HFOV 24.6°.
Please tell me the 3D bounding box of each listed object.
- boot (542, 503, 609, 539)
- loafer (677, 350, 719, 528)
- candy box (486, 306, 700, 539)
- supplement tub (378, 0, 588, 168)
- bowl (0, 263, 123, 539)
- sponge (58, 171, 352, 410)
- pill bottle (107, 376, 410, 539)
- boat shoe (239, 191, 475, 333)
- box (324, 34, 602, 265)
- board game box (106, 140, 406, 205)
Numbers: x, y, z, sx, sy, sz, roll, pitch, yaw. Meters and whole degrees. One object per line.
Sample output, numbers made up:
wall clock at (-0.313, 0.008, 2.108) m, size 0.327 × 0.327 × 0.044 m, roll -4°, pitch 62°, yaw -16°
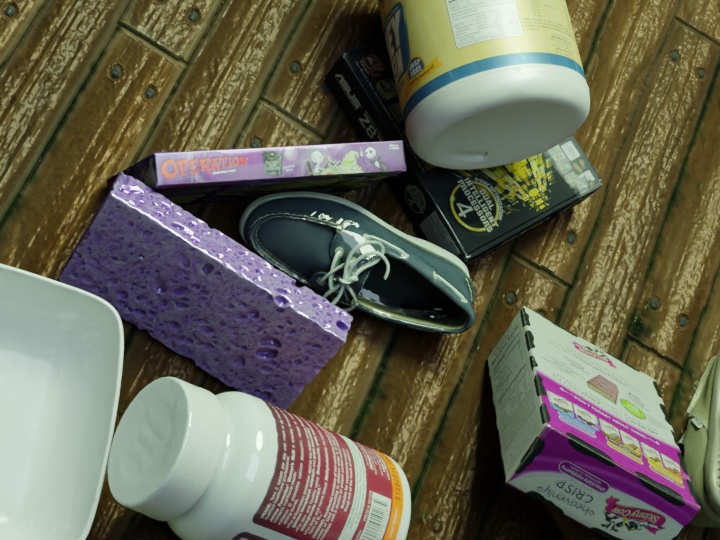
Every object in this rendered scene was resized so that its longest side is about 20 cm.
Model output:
boot at (0.155, 0.197, 1.229) m, size 0.186 × 0.064 × 0.200 m, roll 25°, pitch 27°, yaw -35°
loafer at (0.303, 0.134, 1.380) m, size 0.076 × 0.068 × 0.200 m, roll 38°, pitch 44°, yaw -12°
candy box at (0.173, 0.121, 1.263) m, size 0.136 × 0.061 × 0.200 m, roll 29°, pitch 21°, yaw -11°
supplement tub at (0.090, -0.197, 1.301) m, size 0.144 × 0.145 × 0.201 m, roll -2°, pitch 68°, yaw -25°
bowl at (-0.273, 0.098, 1.124) m, size 0.199 × 0.075 × 0.201 m, roll 16°, pitch 65°, yaw -20°
sponge at (-0.114, 0.020, 1.203) m, size 0.199 × 0.112 × 0.030 m, roll 32°, pitch 44°, yaw -10°
pill bottle at (-0.069, 0.150, 1.146) m, size 0.199 × 0.109 × 0.110 m, roll 28°, pitch 60°, yaw -35°
boat shoe at (0.000, 0.000, 1.284) m, size 0.199 × 0.075 × 0.062 m, roll 25°, pitch 26°, yaw -21°
box at (0.087, -0.116, 1.386) m, size 0.161 × 0.049 × 0.201 m, roll -26°, pitch 81°, yaw -32°
board game box at (-0.080, -0.072, 1.250) m, size 0.199 × 0.120 × 0.033 m, roll -5°, pitch 90°, yaw -27°
